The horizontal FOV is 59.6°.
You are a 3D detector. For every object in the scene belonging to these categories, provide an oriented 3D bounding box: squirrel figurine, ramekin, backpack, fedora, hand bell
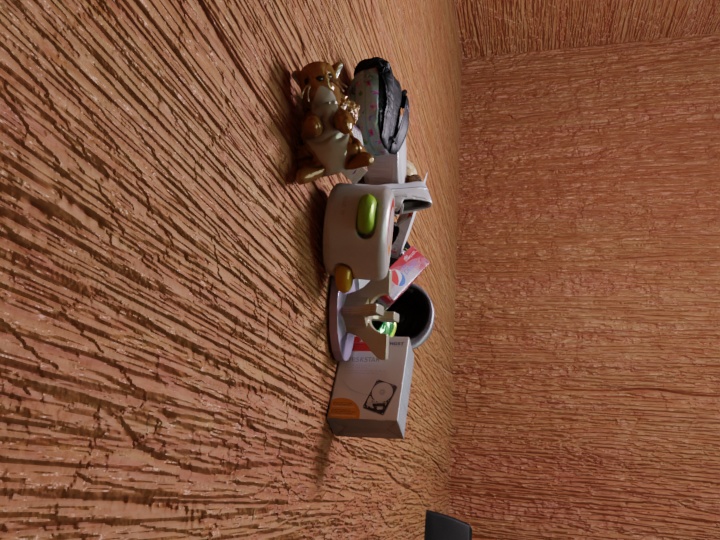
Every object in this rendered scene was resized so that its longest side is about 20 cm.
[{"bbox_3d":[-0.063,-0.270,1.122,0.200,0.138,0.191,-86,162,-77],"label":"squirrel figurine"},{"bbox_3d":[0.061,-0.283,1.575,0.202,0.092,0.209,0,90,-81],"label":"ramekin"},{"bbox_3d":[0.033,-0.355,1.435,0.166,0.124,0.206,29,60,-55],"label":"backpack"},{"bbox_3d":[0.105,0.130,1.682,0.202,0.174,0.091,-60,180,-31],"label":"fedora"},{"bbox_3d":[0.133,-0.246,1.703,0.200,0.101,0.107,-134,-141,-73],"label":"hand bell"}]

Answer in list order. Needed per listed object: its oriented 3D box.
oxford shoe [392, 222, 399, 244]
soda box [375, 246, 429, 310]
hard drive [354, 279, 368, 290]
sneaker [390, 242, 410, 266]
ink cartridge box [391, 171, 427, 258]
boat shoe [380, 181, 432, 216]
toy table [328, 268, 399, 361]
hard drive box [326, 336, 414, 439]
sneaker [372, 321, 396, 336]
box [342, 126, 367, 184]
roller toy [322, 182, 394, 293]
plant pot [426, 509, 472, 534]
[{"bbox_3d":[0.056,-0.093,1.501,0.202,0.082,0.074,-78,157,-57],"label":"oxford shoe"},{"bbox_3d":[0.097,0.020,1.620,0.200,0.070,0.064,-43,174,-44],"label":"soda box"},{"bbox_3d":[0.000,0.000,1.463,0.132,0.026,0.206,-21,106,-77],"label":"hard drive"},{"bbox_3d":[0.115,-0.057,1.892,0.085,0.070,0.200,67,12,8],"label":"sneaker"},{"bbox_3d":[0.124,-0.155,1.701,0.163,0.049,0.204,-63,168,-60],"label":"ink cartridge box"},{"bbox_3d":[0.081,-0.162,1.491,0.074,0.195,0.066,102,-32,-55],"label":"boat shoe"},{"bbox_3d":[0.006,0.087,1.319,0.183,0.114,0.206,-4,93,-73],"label":"toy table"},{"bbox_3d":[0.025,0.245,1.336,0.078,0.152,0.203,71,23,-45],"label":"hard drive box"},{"bbox_3d":[0.025,0.183,1.514,0.084,0.073,0.203,46,48,-34],"label":"sneaker"},{"bbox_3d":[-0.018,-0.244,1.284,0.038,0.041,0.202,36,26,-25],"label":"box"},{"bbox_3d":[-0.007,-0.076,1.251,0.184,0.136,0.205,-72,166,-61],"label":"roller toy"},{"bbox_3d":[0.353,1.083,2.505,0.201,0.173,0.204,63,30,-57],"label":"plant pot"}]
